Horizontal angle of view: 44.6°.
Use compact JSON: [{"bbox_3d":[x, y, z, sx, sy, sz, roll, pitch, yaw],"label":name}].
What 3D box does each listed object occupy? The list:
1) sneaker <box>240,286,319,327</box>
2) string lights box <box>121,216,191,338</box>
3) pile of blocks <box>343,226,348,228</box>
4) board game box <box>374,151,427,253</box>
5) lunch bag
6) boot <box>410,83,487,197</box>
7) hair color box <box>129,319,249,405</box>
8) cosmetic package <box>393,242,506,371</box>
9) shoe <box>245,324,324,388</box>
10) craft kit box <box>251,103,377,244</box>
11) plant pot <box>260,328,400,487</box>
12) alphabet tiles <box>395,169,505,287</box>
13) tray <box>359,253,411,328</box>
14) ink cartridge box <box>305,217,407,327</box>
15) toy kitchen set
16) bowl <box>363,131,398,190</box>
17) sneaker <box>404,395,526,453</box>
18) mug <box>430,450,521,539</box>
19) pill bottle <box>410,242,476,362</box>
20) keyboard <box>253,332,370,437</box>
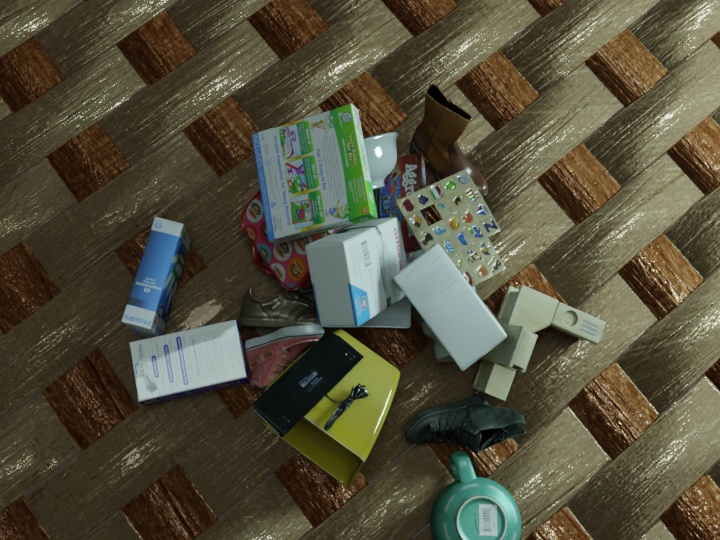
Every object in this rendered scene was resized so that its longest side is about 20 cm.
[{"bbox_3d":[-0.123,0.068,1.614,0.197,0.070,0.077,1,85,0],"label":"sneaker"},{"bbox_3d":[-0.372,0.017,1.609,0.058,0.103,0.203,13,74,2],"label":"string lights box"},{"bbox_3d":[-0.043,-0.034,1.664,0.062,0.082,0.203,14,79,-35],"label":"pile of blocks"},{"bbox_3d":[0.077,-0.125,1.669,0.102,0.019,0.203,-12,62,21],"label":"board game box"},{"bbox_3d":[-0.132,-0.063,1.620,0.176,0.082,0.201,-46,68,25],"label":"lunch bag"},{"bbox_3d":[0.184,-0.239,1.649,0.068,0.200,0.188,-38,77,-22],"label":"boot"},{"bbox_3d":[-0.308,0.167,1.589,0.197,0.065,0.111,-11,75,-7],"label":"hair color box"},{"bbox_3d":[0.154,0.061,1.511,0.101,0.074,0.201,-36,87,7],"label":"cosmetic package"},{"bbox_3d":[-0.131,0.154,1.549,0.071,0.199,0.092,4,73,-44],"label":"shoe"},{"bbox_3d":[-0.082,-0.167,1.532,0.195,0.048,0.203,-13,79,19],"label":"craft kit box"},{"bbox_3d":[-0.041,0.225,1.523,0.199,0.201,0.177,34,64,8],"label":"plant pot"},{"bbox_3d":[0.178,-0.070,1.595,0.166,0.008,0.202,-25,81,-25],"label":"alphabet tiles"},{"bbox_3d":[0.043,0.012,1.666,0.106,0.022,0.203,2,74,-1],"label":"tray"},{"bbox_3d":[0.000,0.000,1.532,0.083,0.199,0.147,-3,103,32],"label":"ink cartridge box"},{"bbox_3d":[0.327,0.151,1.558,0.178,0.163,0.202,22,85,-9],"label":"toy kitchen set"},{"bbox_3d":[-0.012,-0.187,1.646,0.198,0.201,0.092,-17,93,-7],"label":"bowl"},{"bbox_3d":[0.184,0.282,1.551,0.197,0.061,0.104,-19,35,-10],"label":"sneaker"},{"bbox_3d":[0.188,0.422,1.505,0.185,0.115,0.152,44,77,10],"label":"mug"},{"bbox_3d":[0.160,0.061,1.610,0.110,0.112,0.203,-7,74,-4],"label":"pill bottle"},{"bbox_3d":[-0.066,0.196,1.416,0.127,0.021,0.200,38,58,17],"label":"keyboard"}]
